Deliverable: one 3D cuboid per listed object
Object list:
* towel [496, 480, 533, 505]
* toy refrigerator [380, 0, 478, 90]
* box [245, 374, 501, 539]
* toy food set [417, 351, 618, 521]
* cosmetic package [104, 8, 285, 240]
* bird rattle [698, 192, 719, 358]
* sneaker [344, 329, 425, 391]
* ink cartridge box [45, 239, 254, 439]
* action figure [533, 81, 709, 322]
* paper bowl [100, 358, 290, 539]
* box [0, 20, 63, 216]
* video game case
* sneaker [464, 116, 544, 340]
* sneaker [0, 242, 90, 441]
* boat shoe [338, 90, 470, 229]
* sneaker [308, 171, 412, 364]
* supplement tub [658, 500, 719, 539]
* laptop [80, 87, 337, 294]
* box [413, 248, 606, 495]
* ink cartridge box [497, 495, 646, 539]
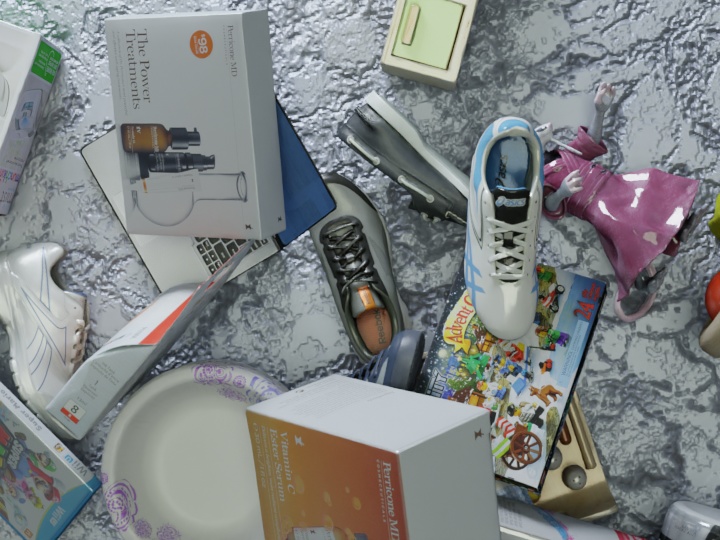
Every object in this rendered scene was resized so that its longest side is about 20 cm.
[{"bbox_3d":[0.102,0.259,1.255,0.146,0.024,0.201,-24,97,6],"label":"towel"},{"bbox_3d":[0.080,-0.280,1.268,0.075,0.070,0.201,16,92,2],"label":"toy refrigerator"},{"bbox_3d":[0.011,0.186,1.124,0.106,0.199,0.153,-17,106,-39],"label":"box"},{"bbox_3d":[0.146,0.155,1.273,0.143,0.060,0.201,-19,89,2],"label":"toy food set"},{"bbox_3d":[-0.149,-0.132,1.212,0.150,0.052,0.202,2,105,25],"label":"cosmetic package"},{"bbox_3d":[0.361,0.011,1.206,0.112,0.200,0.164,25,115,2],"label":"bird rattle"},{"bbox_3d":[0.002,0.118,1.228,0.082,0.070,0.201,24,134,4],"label":"sneaker"},{"bbox_3d":[-0.186,0.045,1.207,0.050,0.162,0.200,38,115,0],"label":"ink cartridge box"},{"bbox_3d":[0.222,-0.074,1.266,0.199,0.149,0.134,33,58,19],"label":"action figure"},{"bbox_3d":[-0.137,0.185,1.265,0.199,0.104,0.202,0,91,2],"label":"paper bowl"},{"bbox_3d":[-0.413,-0.168,1.281,0.199,0.097,0.178,20,89,1],"label":"box"},{"bbox_3d":[-0.347,0.169,1.275,0.200,0.018,0.143,44,131,2],"label":"video game case"},{"bbox_3d":[0.129,-0.037,1.196,0.071,0.072,0.202,0,91,4],"label":"sneaker"},{"bbox_3d":[-0.298,0.066,1.290,0.087,0.075,0.201,-18,90,-2],"label":"sneaker"},{"bbox_3d":[0.065,-0.082,1.272,0.200,0.076,0.060,45,101,3],"label":"boat shoe"},{"bbox_3d":[0.000,0.000,1.271,0.074,0.079,0.201,-21,88,4],"label":"sneaker"},{"bbox_3d":[0.317,0.326,1.236,0.122,0.123,0.201,17,92,2],"label":"supplement tub"},{"bbox_3d":[-0.148,-0.088,1.258,0.199,0.116,0.188,-30,89,2],"label":"laptop"},{"bbox_3d":[0.131,0.088,1.228,0.136,0.038,0.201,17,75,16],"label":"box"},{"bbox_3d":[0.160,0.295,1.204,0.199,0.086,0.149,17,101,2],"label":"ink cartridge box"}]
